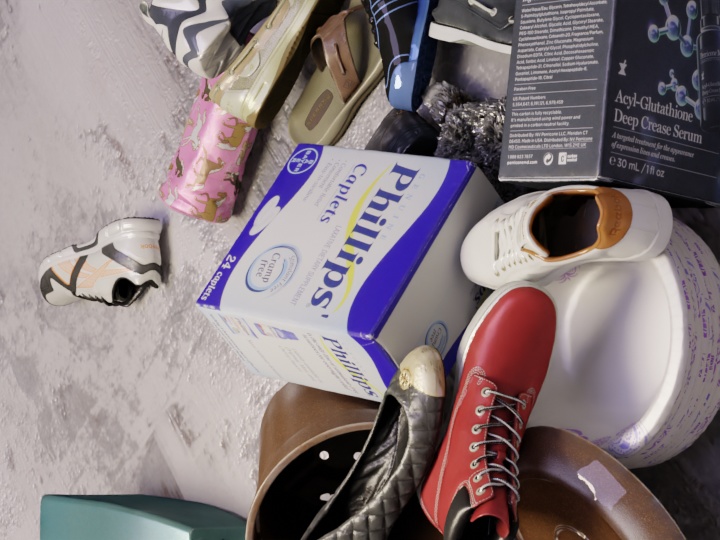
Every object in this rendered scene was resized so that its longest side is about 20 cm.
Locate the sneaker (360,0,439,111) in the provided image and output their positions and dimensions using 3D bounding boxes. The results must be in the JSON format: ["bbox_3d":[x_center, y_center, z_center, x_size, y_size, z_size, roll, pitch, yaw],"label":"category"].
[{"bbox_3d":[0.030,-0.242,1.676,0.077,0.070,0.202,4,79,14],"label":"sneaker"}]

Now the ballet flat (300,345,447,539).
[{"bbox_3d":[0.013,0.147,1.413,0.201,0.056,0.067,-67,28,17],"label":"ballet flat"}]

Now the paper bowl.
[{"bbox_3d":[0.202,0.052,1.430,0.200,0.104,0.202,-9,78,48],"label":"paper bowl"}]

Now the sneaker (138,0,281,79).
[{"bbox_3d":[-0.133,-0.291,1.807,0.129,0.080,0.199,36,81,21],"label":"sneaker"}]

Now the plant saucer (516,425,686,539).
[{"bbox_3d":[0.176,0.208,1.408,0.200,0.032,0.201,40,150,28],"label":"plant saucer"}]

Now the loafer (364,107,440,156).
[{"bbox_3d":[0.009,-0.058,1.703,0.201,0.072,0.072,-54,40,18],"label":"loafer"}]

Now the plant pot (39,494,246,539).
[{"bbox_3d":[-0.204,0.298,1.855,0.199,0.141,0.143,-4,83,42],"label":"plant pot"}]

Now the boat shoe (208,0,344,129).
[{"bbox_3d":[-0.071,-0.235,1.774,0.063,0.073,0.202,30,94,15],"label":"boat shoe"}]

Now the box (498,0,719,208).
[{"bbox_3d":[0.200,-0.156,1.422,0.107,0.148,0.202,1,85,48],"label":"box"}]

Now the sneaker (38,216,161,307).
[{"bbox_3d":[-0.286,0.008,2.029,0.199,0.073,0.081,-26,68,45],"label":"sneaker"}]

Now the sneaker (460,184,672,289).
[{"bbox_3d":[0.130,-0.032,1.380,0.199,0.084,0.073,-15,72,49],"label":"sneaker"}]

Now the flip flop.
[{"bbox_3d":[-0.023,-0.198,1.759,0.201,0.057,0.081,-57,47,28],"label":"flip flop"}]

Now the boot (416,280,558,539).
[{"bbox_3d":[0.104,0.115,1.356,0.144,0.072,0.201,-116,45,-73],"label":"boot"}]

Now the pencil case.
[{"bbox_3d":[-0.142,-0.147,1.874,0.082,0.087,0.201,20,105,4],"label":"pencil case"}]

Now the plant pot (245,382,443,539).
[{"bbox_3d":[-0.005,0.181,1.565,0.198,0.199,0.202,-111,39,-70],"label":"plant pot"}]

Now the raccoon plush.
[{"bbox_3d":[0.121,-0.142,1.565,0.134,0.096,0.200,-52,49,22],"label":"raccoon plush"}]

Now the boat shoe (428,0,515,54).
[{"bbox_3d":[0.127,-0.215,1.573,0.199,0.075,0.061,19,105,48],"label":"boat shoe"}]

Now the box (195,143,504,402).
[{"bbox_3d":[0.000,0.000,1.528,0.199,0.105,0.185,9,57,40],"label":"box"}]
